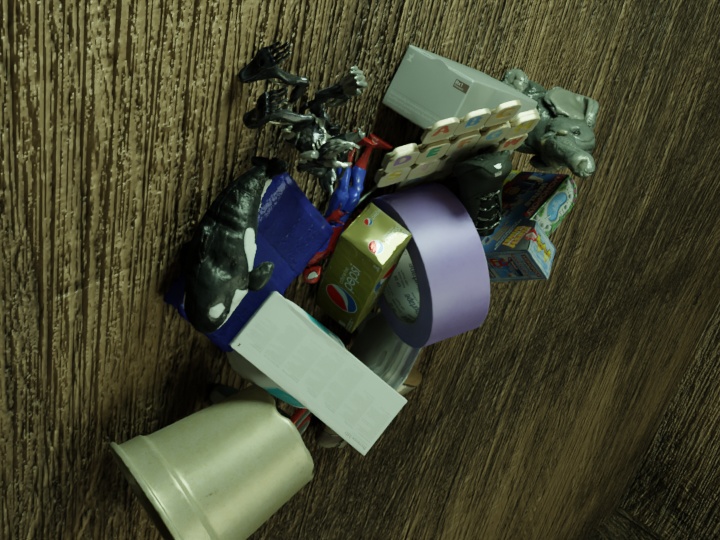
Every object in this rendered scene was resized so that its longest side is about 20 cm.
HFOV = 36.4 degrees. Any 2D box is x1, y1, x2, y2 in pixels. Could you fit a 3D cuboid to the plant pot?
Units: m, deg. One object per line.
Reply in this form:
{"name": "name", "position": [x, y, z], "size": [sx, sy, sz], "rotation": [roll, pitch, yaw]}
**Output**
{"name": "plant pot", "position": [-0.161, 0.237, 1.276], "size": [0.183, 0.200, 0.201], "rotation": [-32, 146, -18]}

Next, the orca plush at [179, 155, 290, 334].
{"name": "orca plush", "position": [-0.137, -0.034, 1.146], "size": [0.200, 0.105, 0.071], "rotation": [-55, 163, -3]}

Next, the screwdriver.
{"name": "screwdriver", "position": [0.039, -0.125, 1.423], "size": [0.200, 0.028, 0.029], "rotation": [-41, 179, -23]}

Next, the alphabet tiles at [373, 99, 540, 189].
{"name": "alphabet tiles", "position": [0.116, -0.145, 1.320], "size": [0.199, 0.015, 0.196], "rotation": [-17, 166, -15]}

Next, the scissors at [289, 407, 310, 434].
{"name": "scissors", "position": [-0.125, 0.250, 1.455], "size": [0.200, 0.014, 0.073], "rotation": [-46, 163, -29]}

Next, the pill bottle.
{"name": "pill bottle", "position": [-0.083, 0.112, 1.395], "size": [0.111, 0.111, 0.200], "rotation": [-53, 153, -4]}

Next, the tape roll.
{"name": "tape roll", "position": [0.080, -0.007, 1.409], "size": [0.085, 0.200, 0.200], "rotation": [-17, 138, -19]}

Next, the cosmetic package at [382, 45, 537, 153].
{"name": "cosmetic package", "position": [0.129, -0.212, 1.382], "size": [0.200, 0.107, 0.090], "rotation": [-2, 122, -55]}

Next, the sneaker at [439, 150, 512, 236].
{"name": "sneaker", "position": [0.152, -0.092, 1.372], "size": [0.076, 0.091, 0.200], "rotation": [-15, 172, -8]}

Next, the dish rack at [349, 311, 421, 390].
{"name": "dish rack", "position": [0.026, 0.108, 1.522], "size": [0.171, 0.044, 0.200], "rotation": [-29, -157, 45]}

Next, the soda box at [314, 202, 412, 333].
{"name": "soda box", "position": [0.000, 0.000, 1.380], "size": [0.064, 0.068, 0.200], "rotation": [-47, 171, -28]}

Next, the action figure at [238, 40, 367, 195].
{"name": "action figure", "position": [-0.042, -0.156, 1.163], "size": [0.200, 0.102, 0.119], "rotation": [31, 53, -57]}

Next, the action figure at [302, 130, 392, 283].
{"name": "action figure", "position": [-0.025, -0.072, 1.357], "size": [0.065, 0.052, 0.200], "rotation": [-6, 128, -60]}

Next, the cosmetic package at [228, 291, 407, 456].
{"name": "cosmetic package", "position": [-0.050, 0.118, 1.265], "size": [0.083, 0.200, 0.051], "rotation": [-50, -173, -9]}

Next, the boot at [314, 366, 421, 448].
{"name": "boot", "position": [0.007, 0.209, 1.706], "size": [0.146, 0.070, 0.200], "rotation": [-55, 152, 14]}

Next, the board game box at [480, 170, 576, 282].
{"name": "board game box", "position": [0.233, -0.056, 1.623], "size": [0.200, 0.200, 0.062], "rotation": [-47, 117, -15]}

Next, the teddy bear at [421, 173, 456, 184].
{"name": "teddy bear", "position": [0.143, -0.099, 1.546], "size": [0.145, 0.067, 0.200], "rotation": [-18, 145, -15]}

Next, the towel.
{"name": "towel", "position": [-0.129, -0.013, 1.261], "size": [0.200, 0.049, 0.148], "rotation": [-50, 145, -9]}

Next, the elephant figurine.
{"name": "elephant figurine", "position": [0.272, -0.186, 1.526], "size": [0.155, 0.200, 0.142], "rotation": [-52, 150, -18]}

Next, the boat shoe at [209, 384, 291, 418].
{"name": "boat shoe", "position": [-0.154, 0.213, 1.434], "size": [0.091, 0.071, 0.200], "rotation": [-58, 155, -3]}
